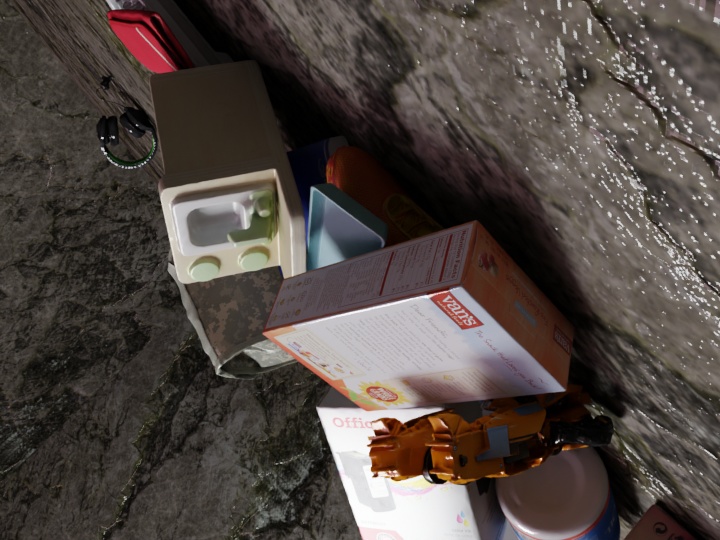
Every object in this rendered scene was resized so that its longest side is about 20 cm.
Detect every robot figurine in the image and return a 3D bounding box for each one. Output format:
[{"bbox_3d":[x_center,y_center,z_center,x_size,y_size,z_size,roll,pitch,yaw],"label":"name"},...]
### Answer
[{"bbox_3d":[0.111,0.130,0.605,0.144,0.198,0.059,-17,80,50],"label":"robot figurine"}]

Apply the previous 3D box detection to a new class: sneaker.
[{"bbox_3d":[0.049,-0.024,0.612,0.200,0.073,0.077,49,145,-16],"label":"sneaker"}]

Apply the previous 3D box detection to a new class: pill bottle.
[{"bbox_3d":[0.216,0.259,0.797,0.112,0.112,0.201,38,166,40],"label":"pill bottle"}]

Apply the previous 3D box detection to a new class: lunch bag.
[{"bbox_3d":[-0.117,0.029,0.890,0.166,0.198,0.118,62,145,23],"label":"lunch bag"}]

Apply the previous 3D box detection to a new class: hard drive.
[{"bbox_3d":[-0.051,-0.054,0.748,0.199,0.025,0.134,4,108,65],"label":"hard drive"}]

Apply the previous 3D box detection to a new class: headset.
[{"bbox_3d":[-0.527,-0.325,1.658,0.094,0.122,0.202,-116,8,-53],"label":"headset"}]

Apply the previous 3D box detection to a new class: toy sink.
[{"bbox_3d":[-0.125,-0.071,0.683,0.131,0.110,0.202,95,160,-53],"label":"toy sink"}]

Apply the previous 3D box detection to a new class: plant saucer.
[{"bbox_3d":[-0.015,-0.002,0.627,0.070,0.019,0.201,37,156,12],"label":"plant saucer"}]

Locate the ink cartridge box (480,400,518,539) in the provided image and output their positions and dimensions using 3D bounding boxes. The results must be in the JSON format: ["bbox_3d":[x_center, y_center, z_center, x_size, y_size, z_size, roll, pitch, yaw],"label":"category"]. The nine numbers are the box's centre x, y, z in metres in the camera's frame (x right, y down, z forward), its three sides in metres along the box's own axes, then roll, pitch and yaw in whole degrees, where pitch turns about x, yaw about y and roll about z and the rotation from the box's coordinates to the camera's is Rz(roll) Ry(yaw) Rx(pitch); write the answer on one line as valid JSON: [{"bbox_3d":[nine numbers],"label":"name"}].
[{"bbox_3d":[0.151,0.263,0.971,0.199,0.146,0.147,33,163,51],"label":"ink cartridge box"}]

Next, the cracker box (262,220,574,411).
[{"bbox_3d":[0.041,0.045,0.566,0.198,0.058,0.134,-14,135,42],"label":"cracker box"}]

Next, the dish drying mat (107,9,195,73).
[{"bbox_3d":[-0.217,-0.231,0.770,0.077,0.018,0.199,54,168,-32],"label":"dish drying mat"}]

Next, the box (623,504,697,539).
[{"bbox_3d":[0.254,0.342,0.703,0.109,0.200,0.128,39,167,30],"label":"box"}]

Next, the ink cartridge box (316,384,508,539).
[{"bbox_3d":[0.056,0.197,0.770,0.144,0.083,0.203,-6,114,29],"label":"ink cartridge box"}]

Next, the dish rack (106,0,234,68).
[{"bbox_3d":[-0.197,-0.246,0.802,0.201,0.043,0.171,50,170,-12],"label":"dish rack"}]
